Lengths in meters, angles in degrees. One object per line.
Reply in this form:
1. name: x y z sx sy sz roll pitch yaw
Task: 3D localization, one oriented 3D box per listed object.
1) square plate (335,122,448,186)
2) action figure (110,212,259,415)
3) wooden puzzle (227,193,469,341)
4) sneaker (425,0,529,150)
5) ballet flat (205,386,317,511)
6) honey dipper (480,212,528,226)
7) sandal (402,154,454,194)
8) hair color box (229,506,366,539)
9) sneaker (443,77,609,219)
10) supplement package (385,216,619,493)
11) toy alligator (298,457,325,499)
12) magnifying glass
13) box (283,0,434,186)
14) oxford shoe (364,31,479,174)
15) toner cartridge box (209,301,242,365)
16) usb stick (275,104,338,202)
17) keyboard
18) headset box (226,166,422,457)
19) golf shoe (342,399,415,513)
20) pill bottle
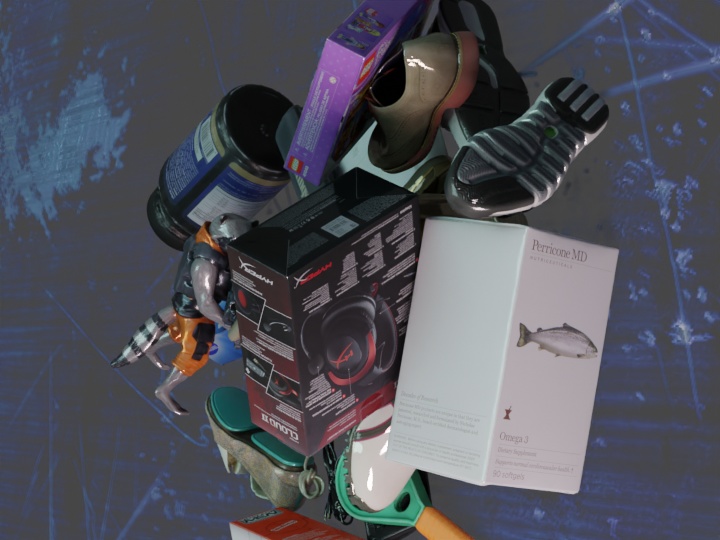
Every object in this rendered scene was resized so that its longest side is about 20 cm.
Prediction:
1. square plate: 0.015 -0.080 1.720 0.200 0.028 0.199 -48 44 40
2. action figure: -0.152 0.034 1.679 0.194 0.104 0.200 -64 10 13
3. wooden puzzle: 0.000 0.000 1.565 0.185 0.199 0.037 -54 56 37
4. sneaker: 0.089 -0.143 1.595 0.116 0.075 0.201 120 152 -43
5. ballet flat: -0.109 0.185 1.806 0.200 0.068 0.068 39 125 56
6. honey dipper: 0.080 0.011 1.584 0.200 0.038 0.038 -49 43 42
7. sandal: 0.011 -0.046 1.615 0.200 0.080 0.054 -45 75 30
8. hair color box: -0.044 0.289 1.646 0.200 0.061 0.102 9 110 57
9. sneaker: 0.120 -0.069 1.435 0.075 0.200 0.116 44 138 11
10. supplement package: 0.113 0.067 1.423 0.117 0.116 0.202 8 88 49
11. toy alligator: -0.053 0.135 1.744 0.054 0.059 0.201 75 -172 -64
12. magnifying glass: 0.044 0.208 1.569 0.200 0.022 0.080 33 96 46
13. box: 0.005 -0.179 1.562 0.200 0.039 0.137 -53 -12 -52
14. oxford shoe: 0.034 -0.147 1.529 0.200 0.074 0.071 124 143 -56
15. toner cartridge box: -0.103 0.034 1.798 0.095 0.043 0.200 -62 15 -21
16. usb stick: -0.043 -0.083 1.755 0.056 0.032 0.201 -55 40 32
17. keyboard: 0.009 0.160 1.654 0.127 0.021 0.201 -29 55 33
18. headset box: -0.021 0.042 1.444 0.075 0.148 0.201 27 136 38
19. golf shoe: 0.052 0.122 1.534 0.088 0.077 0.201 24 89 44
20. pill bottle: -0.147 -0.102 1.904 0.200 0.111 0.113 -40 49 45
